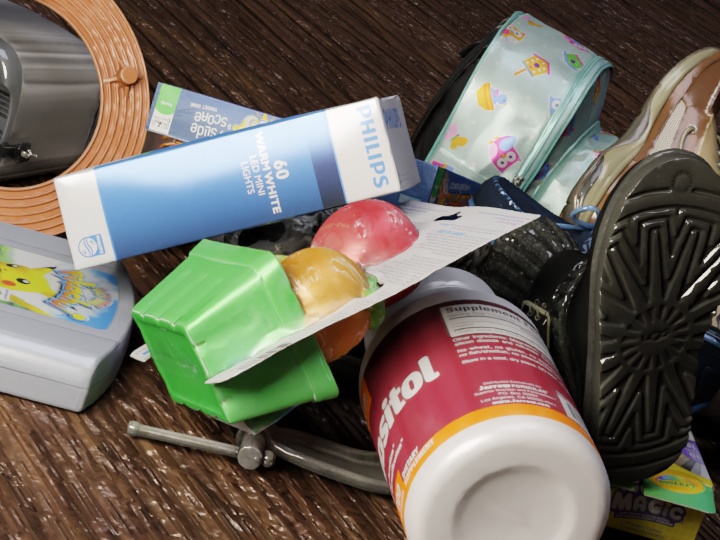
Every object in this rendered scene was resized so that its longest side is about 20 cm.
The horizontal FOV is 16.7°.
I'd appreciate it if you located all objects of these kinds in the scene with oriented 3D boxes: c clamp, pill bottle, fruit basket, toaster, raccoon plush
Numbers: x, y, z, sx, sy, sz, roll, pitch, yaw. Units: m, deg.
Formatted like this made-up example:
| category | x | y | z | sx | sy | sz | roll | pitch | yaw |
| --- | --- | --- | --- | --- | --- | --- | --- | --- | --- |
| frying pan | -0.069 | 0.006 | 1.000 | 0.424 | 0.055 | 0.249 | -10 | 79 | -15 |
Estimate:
| category | x | y | z | sx | sy | sz | roll | pitch | yaw |
| --- | --- | --- | --- | --- | --- | --- | --- | --- | --- |
| c clamp | -0.033 | 0.080 | 1.447 | 0.170 | 0.027 | 0.200 | 19 | 19 | 4 |
| pill bottle | 0.061 | 0.083 | 1.360 | 0.112 | 0.114 | 0.200 | 11 | 25 | -18 |
| fruit basket | -0.017 | 0.015 | 1.359 | 0.199 | 0.094 | 0.185 | -23 | 12 | -20 |
| toaster | -0.266 | -0.130 | 1.701 | 0.199 | 0.114 | 0.129 | 25 | 18 | 26 |
| raccoon plush | 0.000 | 0.000 | 1.574 | 0.134 | 0.097 | 0.199 | 23 | 5 | 37 |

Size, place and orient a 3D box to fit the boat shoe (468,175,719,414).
| category | x | y | z | sx | sy | sz | roll | pitch | yaw |
| --- | --- | --- | --- | --- | --- | --- | --- | --- | --- |
| boat shoe | 0.158 | 0.003 | 1.548 | 0.200 | 0.069 | 0.084 | 42 | 20 | 8 |

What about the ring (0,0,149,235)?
| category | x | y | z | sx | sy | sz | roll | pitch | yaw |
| --- | --- | --- | --- | --- | --- | --- | --- | --- | --- |
| ring | -0.229 | -0.119 | 1.601 | 0.199 | 0.202 | 0.019 | 9 | -11 | -25 |

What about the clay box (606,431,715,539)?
| category | x | y | z | sx | sy | sz | roll | pitch | yaw |
| --- | --- | --- | --- | --- | --- | --- | --- | --- | --- |
| clay box | 0.146 | 0.107 | 1.501 | 0.114 | 0.048 | 0.200 | 16 | 20 | -7 |

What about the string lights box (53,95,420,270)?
| category | x | y | z | sx | sy | sz | roll | pitch | yaw |
| --- | --- | --- | --- | --- | --- | --- | --- | --- | --- |
| string lights box | -0.071 | -0.054 | 1.457 | 0.199 | 0.059 | 0.103 | -13 | 2 | 9 |

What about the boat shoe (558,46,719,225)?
| category | x | y | z | sx | sy | sz | roll | pitch | yaw |
| --- | --- | --- | --- | --- | --- | --- | --- | --- | --- |
| boat shoe | 0.207 | -0.069 | 1.653 | 0.074 | 0.076 | 0.200 | 33 | 57 | 13 |

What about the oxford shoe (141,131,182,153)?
| category | x | y | z | sx | sy | sz | roll | pitch | yaw |
| --- | --- | --- | --- | --- | --- | --- | --- | --- | --- |
| oxford shoe | -0.139 | -0.075 | 1.719 | 0.071 | 0.073 | 0.200 | 17 | 19 | -4 |

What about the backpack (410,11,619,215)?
| category | x | y | z | sx | sy | sz | roll | pitch | yaw |
| --- | --- | --- | --- | --- | --- | --- | --- | --- | --- |
| backpack | 0.109 | -0.077 | 1.748 | 0.153 | 0.201 | 0.176 | 25 | 18 | 11 |

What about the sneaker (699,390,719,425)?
| category | x | y | z | sx | sy | sz | roll | pitch | yaw |
| --- | --- | --- | --- | --- | --- | --- | --- | --- | --- |
| sneaker | 0.210 | 0.030 | 1.709 | 0.086 | 0.081 | 0.200 | 21 | 15 | -22 |

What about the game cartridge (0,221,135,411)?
| category | x | y | z | sx | sy | sz | roll | pitch | yaw |
| --- | --- | --- | --- | --- | --- | --- | --- | --- | --- |
| game cartridge | -0.201 | 0.020 | 1.454 | 0.133 | 0.041 | 0.200 | 19 | 18 | -9 |

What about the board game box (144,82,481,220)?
| category | x | y | z | sx | sy | sz | roll | pitch | yaw |
| --- | --- | --- | --- | --- | --- | --- | --- | --- | --- |
| board game box | -0.028 | -0.075 | 1.627 | 0.199 | 0.035 | 0.135 | 18 | 1 | 17 |

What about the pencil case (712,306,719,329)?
| category | x | y | z | sx | sy | sz | roll | pitch | yaw |
| --- | --- | --- | --- | --- | --- | --- | --- | --- | --- |
| pencil case | 0.293 | 0.068 | 1.600 | 0.199 | 0.078 | 0.089 | 33 | -3 | -28 |

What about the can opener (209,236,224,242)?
| category | x | y | z | sx | sy | sz | roll | pitch | yaw |
| --- | --- | --- | --- | --- | --- | --- | --- | --- | --- |
| can opener | -0.026 | 0.003 | 1.663 | 0.199 | 0.054 | 0.067 | 31 | 52 | 34 |

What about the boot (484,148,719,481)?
| category | x | y | z | sx | sy | sz | roll | pitch | yaw |
| --- | --- | --- | --- | --- | --- | --- | --- | --- | --- |
| boot | 0.137 | -0.001 | 1.410 | 0.079 | 0.212 | 0.158 | -3 | 31 | -20 |
